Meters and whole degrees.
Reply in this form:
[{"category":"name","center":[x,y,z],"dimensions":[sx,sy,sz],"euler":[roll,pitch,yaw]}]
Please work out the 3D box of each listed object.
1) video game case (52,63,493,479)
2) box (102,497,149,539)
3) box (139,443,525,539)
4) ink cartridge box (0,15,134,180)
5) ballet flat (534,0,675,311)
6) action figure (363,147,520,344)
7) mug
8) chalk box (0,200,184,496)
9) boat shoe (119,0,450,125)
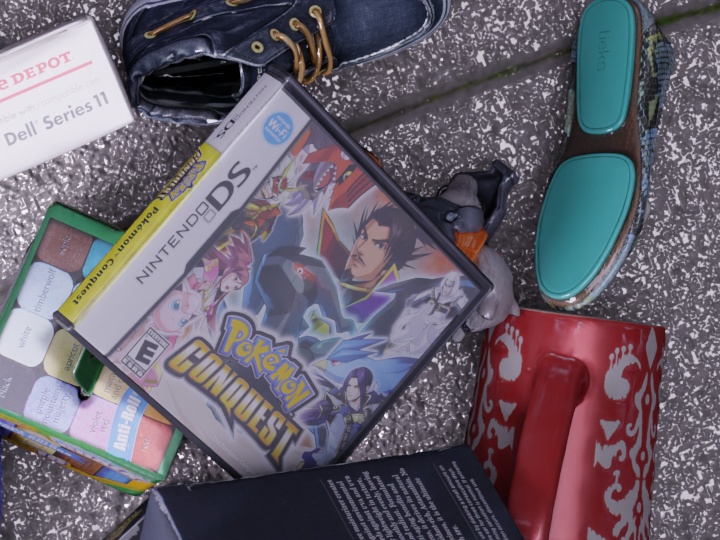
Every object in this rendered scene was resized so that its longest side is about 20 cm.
[{"category":"video game case","center":[-0.043,0.017,1.515],"dimensions":[0.181,0.025,0.200],"euler":[-49,125,-5]},{"category":"box","center":[-0.129,0.274,1.686],"dimensions":[0.200,0.050,0.199],"euler":[-43,97,0]},{"category":"box","center":[-0.025,0.218,1.547],"dimensions":[0.197,0.123,0.201],"euler":[-6,133,-25]},{"category":"ink cartridge box","center":[-0.193,-0.094,1.574],"dimensions":[0.117,0.200,0.068],"euler":[-24,96,-3]},{"category":"ballet flat","center":[0.154,-0.065,1.661],"dimensions":[0.074,0.074,0.201],"euler":[15,77,-7]},{"category":"action figure","center":[0.000,0.000,1.634],"dimensions":[0.193,0.105,0.201],"euler":[20,79,19]},{"category":"mug","center":[0.125,0.126,1.642],"dimensions":[0.133,0.177,0.201],"euler":[8,89,-17]},{"category":"chalk box","center":[-0.148,0.046,1.580],"dimensions":[0.123,0.200,0.125],"euler":[24,80,-7]},{"category":"boat shoe","center":[-0.041,-0.130,1.615],"dimensions":[0.199,0.091,0.071],"euler":[-10,122,0]}]
